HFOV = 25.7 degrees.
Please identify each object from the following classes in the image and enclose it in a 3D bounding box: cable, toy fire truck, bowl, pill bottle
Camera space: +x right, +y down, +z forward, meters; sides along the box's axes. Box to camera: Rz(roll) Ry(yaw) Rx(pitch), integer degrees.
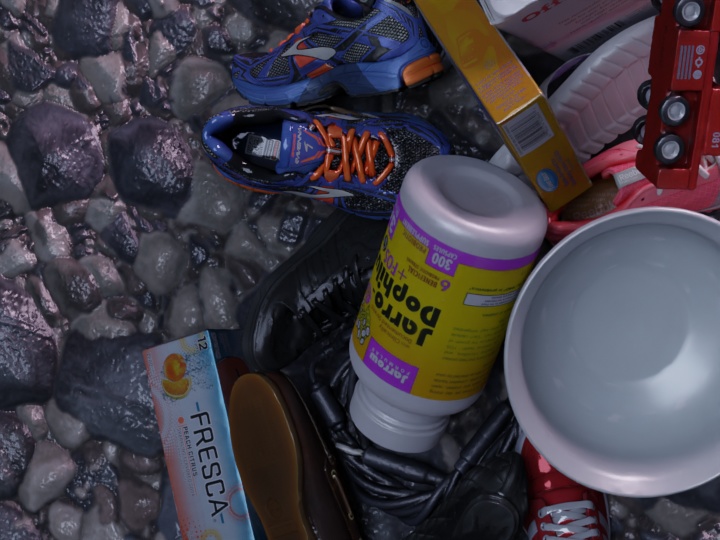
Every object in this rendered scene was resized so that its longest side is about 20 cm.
[{"bbox_3d":[0.059,0.101,1.196,0.198,0.051,0.165,-23,79,21],"label":"cable"},{"bbox_3d":[0.256,-0.104,1.049,0.139,0.049,0.203,0,111,-12],"label":"toy fire truck"},{"bbox_3d":[0.194,0.047,1.097,0.198,0.090,0.204,0,104,1],"label":"bowl"},{"bbox_3d":[0.053,0.028,1.100,0.104,0.104,0.202,32,125,22],"label":"pill bottle"}]

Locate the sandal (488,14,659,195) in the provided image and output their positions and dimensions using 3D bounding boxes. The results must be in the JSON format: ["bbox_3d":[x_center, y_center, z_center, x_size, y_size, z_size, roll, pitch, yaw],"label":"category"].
[{"bbox_3d":[0.161,-0.126,1.151,0.202,0.082,0.050,-40,47,17],"label":"sandal"}]

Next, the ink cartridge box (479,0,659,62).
[{"bbox_3d":[0.167,-0.221,1.078,0.147,0.199,0.086,-29,76,20],"label":"ink cartridge box"}]

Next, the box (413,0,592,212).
[{"bbox_3d":[0.084,-0.145,1.093,0.041,0.119,0.201,-34,53,5],"label":"box"}]

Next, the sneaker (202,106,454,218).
[{"bbox_3d":[-0.028,-0.080,1.141,0.197,0.078,0.077,4,88,19],"label":"sneaker"}]

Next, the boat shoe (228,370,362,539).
[{"bbox_3d":[-0.045,0.171,1.219,0.070,0.070,0.203,-11,95,43],"label":"boat shoe"}]

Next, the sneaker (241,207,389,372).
[{"bbox_3d":[0.001,0.002,1.183,0.104,0.060,0.200,16,60,46],"label":"sneaker"}]

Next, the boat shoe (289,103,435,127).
[{"bbox_3d":[-0.038,-0.102,1.234,0.197,0.072,0.073,-2,87,24],"label":"boat shoe"}]

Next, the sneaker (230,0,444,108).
[{"bbox_3d":[-0.021,-0.172,1.209,0.198,0.075,0.080,-3,102,38],"label":"sneaker"}]

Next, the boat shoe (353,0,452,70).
[{"bbox_3d":[0.004,-0.235,1.229,0.068,0.056,0.201,-37,74,18],"label":"boat shoe"}]

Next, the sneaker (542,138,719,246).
[{"bbox_3d":[0.212,-0.064,1.113,0.199,0.087,0.074,-29,78,20],"label":"sneaker"}]

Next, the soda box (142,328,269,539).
[{"bbox_3d":[-0.112,0.151,1.263,0.068,0.063,0.203,-16,82,23],"label":"soda box"}]

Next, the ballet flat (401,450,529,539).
[{"bbox_3d":[0.067,0.205,1.166,0.066,0.057,0.200,38,132,-3],"label":"ballet flat"}]

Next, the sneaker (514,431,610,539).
[{"bbox_3d":[0.148,0.207,1.111,0.070,0.112,0.203,-10,86,5],"label":"sneaker"}]
